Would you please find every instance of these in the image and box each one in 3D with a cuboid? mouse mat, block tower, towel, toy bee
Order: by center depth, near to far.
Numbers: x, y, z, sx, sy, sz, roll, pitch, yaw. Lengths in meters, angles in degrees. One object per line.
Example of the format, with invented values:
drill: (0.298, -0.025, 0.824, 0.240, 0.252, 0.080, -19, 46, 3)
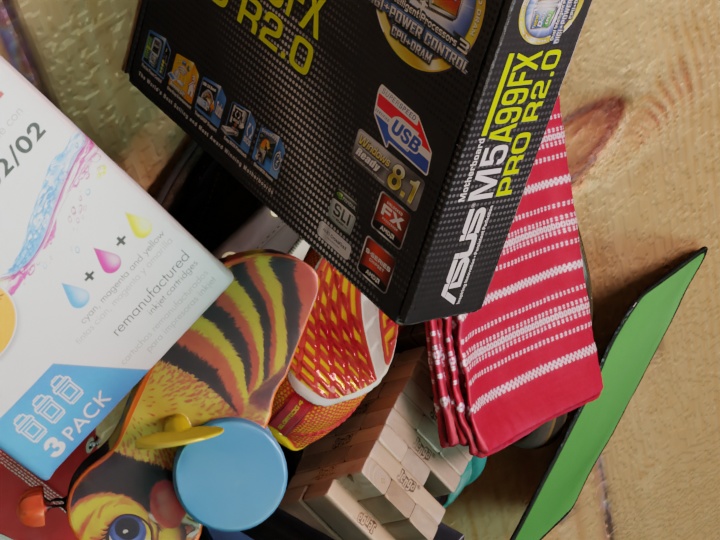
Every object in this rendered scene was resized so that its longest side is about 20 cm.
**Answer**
toy bee: (-0.085, 0.083, 0.891, 0.109, 0.200, 0.131, 11, 161, -9)
towel: (0.069, -0.021, 1.018, 0.145, 0.022, 0.200, -16, 100, -56)
block tower: (0.033, 0.051, 1.037, 0.058, 0.054, 0.200, 47, 49, -24)
mouse mat: (0.141, 0.082, 1.255, 0.161, 0.008, 0.200, -26, 142, -64)

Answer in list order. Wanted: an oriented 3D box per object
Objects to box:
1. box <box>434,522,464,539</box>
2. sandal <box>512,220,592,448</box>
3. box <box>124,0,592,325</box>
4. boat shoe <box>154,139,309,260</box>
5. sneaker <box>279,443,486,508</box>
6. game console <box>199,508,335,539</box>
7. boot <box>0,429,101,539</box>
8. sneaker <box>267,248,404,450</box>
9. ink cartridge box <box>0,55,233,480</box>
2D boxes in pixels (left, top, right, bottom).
box: (-0.004, 0.258, 1.243, 0.159, 0.046, 0.200, -43, 148, -40)
sandal: (0.084, 0.022, 1.154, 0.055, 0.082, 0.200, -7, 138, -14)
box: (-0.007, -0.099, 0.833, 0.044, 0.200, 0.160, -10, 130, -40)
boat shoe: (-0.035, -0.058, 0.947, 0.061, 0.072, 0.201, 9, 118, -53)
sneaker: (0.006, 0.072, 1.096, 0.121, 0.084, 0.200, -41, 139, -16)
game console: (-0.024, 0.170, 1.034, 0.031, 0.200, 0.177, -47, 133, -20)
boot: (-0.127, 0.075, 0.978, 0.144, 0.072, 0.200, -53, 140, 3)
sneaker: (0.000, 0.000, 1.014, 0.200, 0.073, 0.077, -53, -176, -41)
ink cartridge box: (-0.158, -0.023, 0.820, 0.115, 0.068, 0.200, -48, 129, -3)
